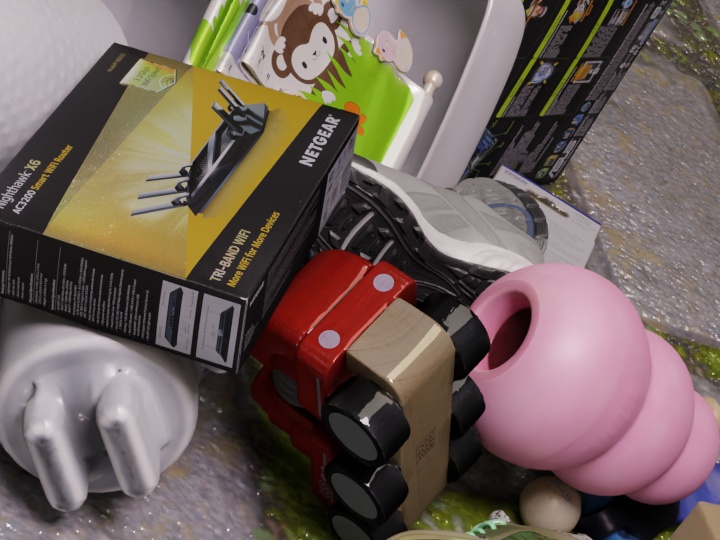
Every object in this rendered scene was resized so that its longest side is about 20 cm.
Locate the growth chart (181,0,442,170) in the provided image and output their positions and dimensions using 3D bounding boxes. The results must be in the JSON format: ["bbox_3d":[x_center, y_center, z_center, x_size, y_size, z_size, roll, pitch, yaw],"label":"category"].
[{"bbox_3d":[-0.030,-0.122,1.313,0.199,0.018,0.146,34,65,-37],"label":"growth chart"}]

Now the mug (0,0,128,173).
[{"bbox_3d":[-0.258,-0.109,1.232,0.175,0.198,0.149,-1,83,-71],"label":"mug"}]

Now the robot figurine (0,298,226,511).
[{"bbox_3d":[-0.146,0.042,1.159,0.168,0.114,0.201,-8,37,3],"label":"robot figurine"}]

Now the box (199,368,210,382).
[{"bbox_3d":[-0.076,0.014,1.334,0.041,0.039,0.200,34,31,5],"label":"box"}]

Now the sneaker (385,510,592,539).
[{"bbox_3d":[0.081,0.177,1.225,0.199,0.077,0.089,16,21,-34],"label":"sneaker"}]

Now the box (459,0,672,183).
[{"bbox_3d":[0.126,-0.148,1.588,0.192,0.201,0.048,-5,46,-44],"label":"box"}]

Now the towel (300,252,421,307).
[{"bbox_3d":[0.000,0.000,1.359,0.111,0.048,0.201,-9,68,-55],"label":"towel"}]

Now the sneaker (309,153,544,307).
[{"bbox_3d":[0.036,-0.024,1.312,0.199,0.074,0.080,29,35,-21],"label":"sneaker"}]

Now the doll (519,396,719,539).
[{"bbox_3d":[0.174,0.136,1.370,0.199,0.049,0.137,-14,62,-43],"label":"doll"}]

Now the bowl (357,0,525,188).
[{"bbox_3d":[0.031,-0.144,1.480,0.074,0.202,0.199,12,16,-42],"label":"bowl"}]

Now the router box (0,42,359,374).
[{"bbox_3d":[-0.104,-0.040,1.140,0.156,0.053,0.200,17,36,8],"label":"router box"}]

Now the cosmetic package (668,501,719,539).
[{"bbox_3d":[0.230,0.245,1.213,0.070,0.106,0.201,14,33,-25],"label":"cosmetic package"}]

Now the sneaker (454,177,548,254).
[{"bbox_3d":[0.091,0.024,1.406,0.074,0.087,0.201,2,52,-13],"label":"sneaker"}]

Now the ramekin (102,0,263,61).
[{"bbox_3d":[-0.127,-0.154,1.385,0.200,0.201,0.105,44,24,21],"label":"ramekin"}]

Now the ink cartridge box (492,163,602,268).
[{"bbox_3d":[0.115,-0.006,1.535,0.094,0.037,0.200,31,33,2],"label":"ink cartridge box"}]

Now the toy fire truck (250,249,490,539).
[{"bbox_3d":[-0.023,0.040,1.205,0.199,0.177,0.129,34,62,22],"label":"toy fire truck"}]

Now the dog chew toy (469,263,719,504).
[{"bbox_3d":[0.147,0.081,1.273,0.199,0.124,0.125,34,25,-34],"label":"dog chew toy"}]
